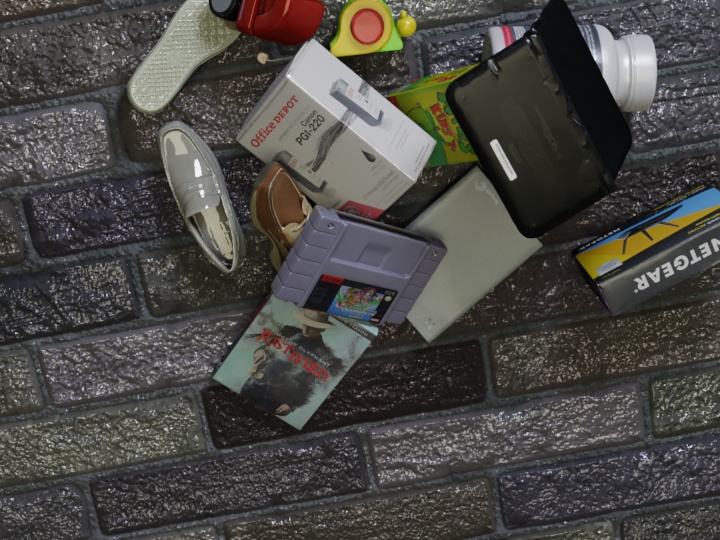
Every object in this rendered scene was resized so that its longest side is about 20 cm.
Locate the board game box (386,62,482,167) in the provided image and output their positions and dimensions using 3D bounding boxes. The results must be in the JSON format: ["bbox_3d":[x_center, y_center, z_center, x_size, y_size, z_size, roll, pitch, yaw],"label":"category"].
[{"bbox_3d":[0.121,-0.184,1.341,0.047,0.199,0.103,-34,107,-27],"label":"board game box"}]

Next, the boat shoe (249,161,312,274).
[{"bbox_3d":[-0.079,-0.055,1.384,0.073,0.201,0.076,21,65,22],"label":"boat shoe"}]

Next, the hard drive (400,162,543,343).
[{"bbox_3d":[0.119,-0.022,1.471,0.199,0.033,0.140,-41,104,9],"label":"hard drive"}]

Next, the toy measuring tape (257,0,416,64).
[{"bbox_3d":[-0.030,-0.295,1.367,0.196,0.074,0.075,-7,107,-1],"label":"toy measuring tape"}]

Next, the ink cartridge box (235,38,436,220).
[{"bbox_3d":[-0.031,-0.159,1.365,0.199,0.085,0.145,39,139,-10],"label":"ink cartridge box"}]

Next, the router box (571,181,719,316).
[{"bbox_3d":[0.377,-0.030,1.419,0.198,0.149,0.052,-28,107,5],"label":"router box"}]

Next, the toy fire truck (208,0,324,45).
[{"bbox_3d":[-0.050,-0.340,1.288,0.198,0.128,0.179,24,102,36],"label":"toy fire truck"}]

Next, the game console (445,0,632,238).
[{"bbox_3d":[0.204,-0.171,1.262,0.174,0.117,0.202,-31,108,7],"label":"game console"}]

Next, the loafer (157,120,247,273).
[{"bbox_3d":[-0.197,-0.091,1.417,0.069,0.070,0.202,-25,106,5],"label":"loafer"}]

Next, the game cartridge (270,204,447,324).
[{"bbox_3d":[0.000,0.000,1.384,0.197,0.039,0.131,13,116,-35],"label":"game cartridge"}]

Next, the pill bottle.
[{"bbox_3d":[0.250,-0.236,1.367,0.196,0.120,0.122,-2,107,-1],"label":"pill bottle"}]

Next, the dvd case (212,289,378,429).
[{"bbox_3d":[-0.088,0.108,1.474,0.145,0.022,0.201,32,120,-11],"label":"dvd case"}]

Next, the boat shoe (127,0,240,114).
[{"bbox_3d":[-0.209,-0.273,1.370,0.074,0.062,0.201,42,85,-17],"label":"boat shoe"}]
